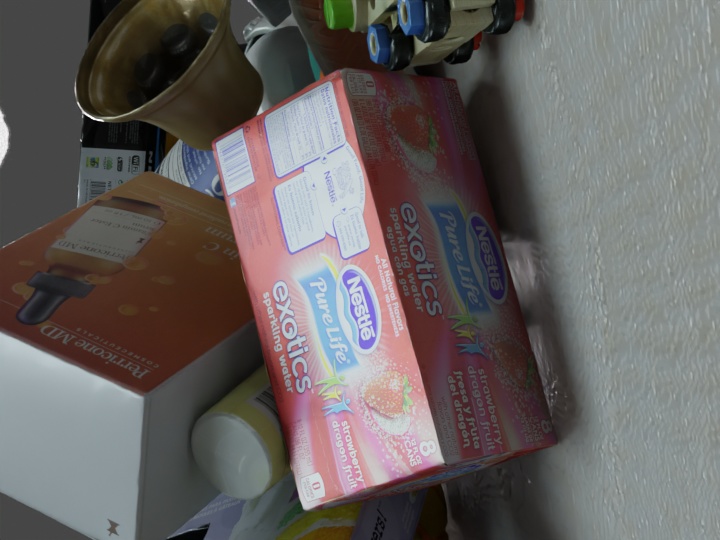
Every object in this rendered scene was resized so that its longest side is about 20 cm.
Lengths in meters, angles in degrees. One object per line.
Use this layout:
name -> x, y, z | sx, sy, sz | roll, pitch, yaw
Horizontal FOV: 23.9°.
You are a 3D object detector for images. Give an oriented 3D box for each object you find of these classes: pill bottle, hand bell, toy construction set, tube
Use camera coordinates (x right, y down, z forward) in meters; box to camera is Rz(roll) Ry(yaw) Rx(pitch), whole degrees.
pill bottle -> -0.070, -0.056, 1.101 | 0.200, 0.111, 0.111 | -46, 49, 42
hand bell -> -0.055, -0.069, 0.958 | 0.200, 0.104, 0.104 | 43, -164, -39
toy construction set -> 0.022, -0.166, 0.817 | 0.200, 0.092, 0.132 | 83, 177, -86
tube -> -0.015, 0.057, 0.931 | 0.052, 0.200, 0.058 | 25, 125, 21

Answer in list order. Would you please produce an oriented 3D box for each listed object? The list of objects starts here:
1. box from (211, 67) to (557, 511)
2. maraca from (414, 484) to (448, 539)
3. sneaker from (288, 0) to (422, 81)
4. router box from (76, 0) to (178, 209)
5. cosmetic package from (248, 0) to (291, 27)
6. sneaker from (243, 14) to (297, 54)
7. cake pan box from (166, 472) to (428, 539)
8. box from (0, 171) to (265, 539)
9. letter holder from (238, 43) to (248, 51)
box -> 0.011, 0.009, 0.861 | 0.103, 0.095, 0.200 | -25, 75, 40
maraca -> 0.003, 0.147, 1.116 | 0.137, 0.107, 0.201 | 100, 169, -67
sneaker -> 0.012, -0.094, 0.986 | 0.080, 0.071, 0.201 | -21, -84, -81
router box -> -0.164, -0.114, 1.243 | 0.149, 0.051, 0.201 | -2, -84, -87
cosmetic package -> -0.067, -0.221, 0.996 | 0.108, 0.085, 0.200 | 49, -176, 5
sneaker -> -0.050, -0.167, 1.199 | 0.200, 0.071, 0.073 | -123, 26, -64
cake pan box -> -0.067, 0.174, 0.920 | 0.052, 0.200, 0.184 | 56, -150, -20
box -> -0.122, 0.044, 0.947 | 0.200, 0.152, 0.107 | -37, -38, -52
letter holder -> -0.065, -0.054, 1.304 | 0.142, 0.100, 0.200 | 96, 162, -59
